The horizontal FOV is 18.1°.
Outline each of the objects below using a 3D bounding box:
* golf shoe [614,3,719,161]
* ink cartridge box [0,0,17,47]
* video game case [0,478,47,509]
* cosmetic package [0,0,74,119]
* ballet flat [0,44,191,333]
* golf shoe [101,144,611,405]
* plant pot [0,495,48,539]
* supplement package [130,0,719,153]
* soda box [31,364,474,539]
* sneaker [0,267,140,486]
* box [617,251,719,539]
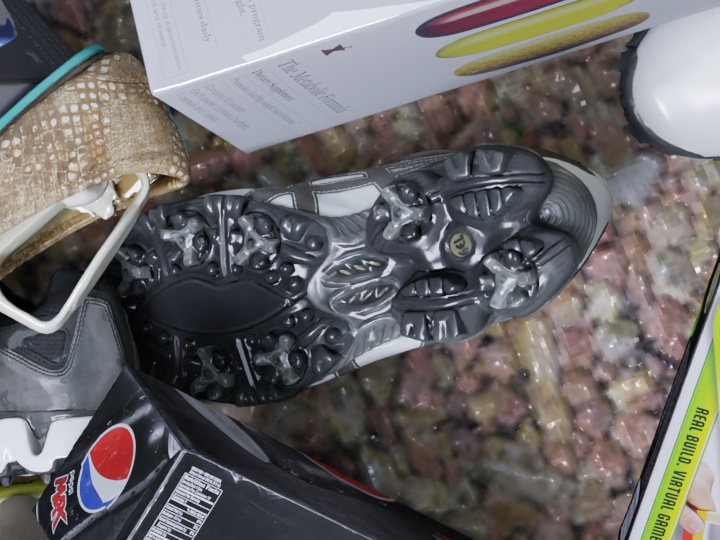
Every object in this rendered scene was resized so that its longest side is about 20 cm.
[{"bbox_3d":[0.186,-0.087,0.790,0.199,0.094,0.078,-16,95,7],"label":"golf shoe"},{"bbox_3d":[-0.218,-0.074,0.636,0.200,0.076,0.137,-30,90,10],"label":"ink cartridge box"},{"bbox_3d":[-0.101,0.178,0.871,0.180,0.026,0.201,-8,94,5],"label":"video game case"},{"bbox_3d":[-0.176,-0.074,0.765,0.090,0.200,0.107,-43,91,6],"label":"cosmetic package"},{"bbox_3d":[-0.137,0.006,0.762,0.200,0.071,0.065,-42,83,-8],"label":"ballet flat"},{"bbox_3d":[0.000,0.000,0.820,0.199,0.094,0.078,-8,96,30],"label":"golf shoe"},{"bbox_3d":[-0.116,0.229,0.776,0.200,0.177,0.200,36,98,0],"label":"plant pot"},{"bbox_3d":[0.025,-0.128,0.770,0.199,0.114,0.110,-17,79,12],"label":"supplement package"},{"bbox_3d":[-0.011,0.110,0.789,0.200,0.071,0.063,30,98,-32],"label":"soda box"},{"bbox_3d":[-0.165,0.038,0.836,0.199,0.066,0.091,-6,83,23],"label":"sneaker"},{"bbox_3d":[0.169,0.038,0.795,0.110,0.035,0.201,16,118,3],"label":"box"}]
